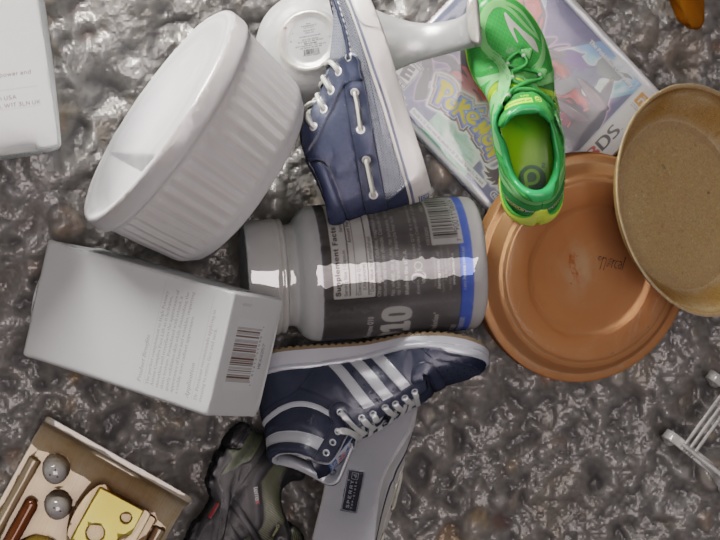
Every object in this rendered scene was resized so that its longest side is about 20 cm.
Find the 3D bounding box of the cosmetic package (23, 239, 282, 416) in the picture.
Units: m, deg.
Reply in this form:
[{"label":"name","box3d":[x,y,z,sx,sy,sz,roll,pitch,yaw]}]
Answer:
[{"label":"cosmetic package","box3d":[-0.169,0.046,1.428,0.199,0.074,0.103,16,93,32]}]

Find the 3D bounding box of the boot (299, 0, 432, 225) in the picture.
[{"label":"boot","box3d":[-0.014,-0.141,1.419,0.089,0.073,0.202,-18,88,-1]}]

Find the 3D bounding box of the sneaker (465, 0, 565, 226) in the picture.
[{"label":"sneaker","box3d":[0.137,-0.141,1.474,0.073,0.084,0.202,-12,80,-6]}]

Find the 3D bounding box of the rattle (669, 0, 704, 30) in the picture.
[{"label":"rattle","box3d":[0.192,-0.273,1.527,0.198,0.143,0.131,-13,59,1]}]

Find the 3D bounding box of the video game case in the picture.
[{"label":"video game case","box3d":[0.137,-0.154,1.536,0.200,0.023,0.182,45,87,-9]}]

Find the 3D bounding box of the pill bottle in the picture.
[{"label":"pill bottle","box3d":[0.000,0.000,1.480,0.198,0.114,0.115,-4,94,-8]}]

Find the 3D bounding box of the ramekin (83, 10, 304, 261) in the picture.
[{"label":"ramekin","box3d":[-0.129,-0.099,1.419,0.094,0.202,0.203,35,88,-20]}]

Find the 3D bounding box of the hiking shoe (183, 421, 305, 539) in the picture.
[{"label":"hiking shoe","box3d":[-0.099,0.237,1.501,0.100,0.076,0.202,20,90,-6]}]

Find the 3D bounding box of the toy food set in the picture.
[{"label":"toy food set","box3d":[-0.249,0.243,1.487,0.143,0.060,0.201,29,90,-9]}]

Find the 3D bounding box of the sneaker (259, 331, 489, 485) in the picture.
[{"label":"sneaker","box3d":[0.011,0.116,1.466,0.198,0.070,0.110,-6,65,6]}]

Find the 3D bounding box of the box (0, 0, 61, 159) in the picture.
[{"label":"box","box3d":[-0.347,-0.181,1.407,0.197,0.131,0.202,-8,96,-8]}]

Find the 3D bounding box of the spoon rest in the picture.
[{"label":"spoon rest","box3d":[0.007,-0.192,1.489,0.198,0.061,0.101,-5,84,14]}]

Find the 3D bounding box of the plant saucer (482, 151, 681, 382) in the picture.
[{"label":"plant saucer","box3d":[0.195,-0.001,1.537,0.198,0.032,0.203,-3,101,-15]}]

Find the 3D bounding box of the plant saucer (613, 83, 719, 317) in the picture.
[{"label":"plant saucer","box3d":[0.284,-0.059,1.527,0.199,0.035,0.203,5,80,-34]}]

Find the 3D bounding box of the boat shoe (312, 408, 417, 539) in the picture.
[{"label":"boat shoe","box3d":[0.005,0.177,1.516,0.071,0.066,0.202,8,69,5]}]

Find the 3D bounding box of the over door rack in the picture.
[{"label":"over door rack","box3d":[0.387,0.154,1.563,0.199,0.067,0.148,37,88,12]}]
